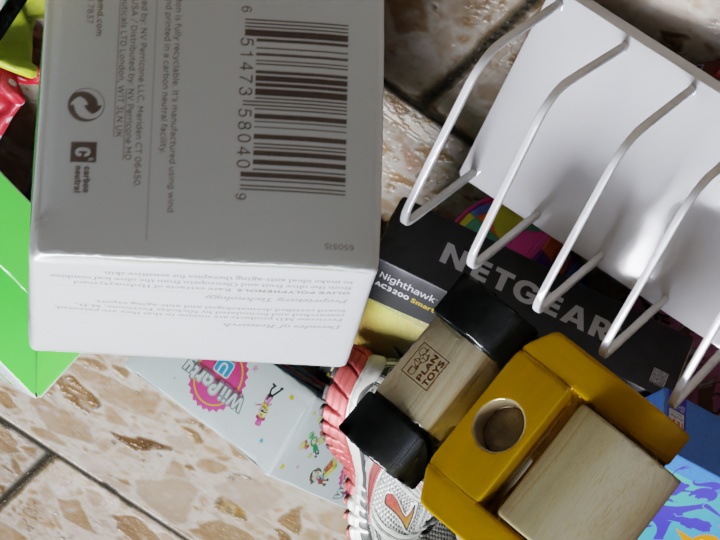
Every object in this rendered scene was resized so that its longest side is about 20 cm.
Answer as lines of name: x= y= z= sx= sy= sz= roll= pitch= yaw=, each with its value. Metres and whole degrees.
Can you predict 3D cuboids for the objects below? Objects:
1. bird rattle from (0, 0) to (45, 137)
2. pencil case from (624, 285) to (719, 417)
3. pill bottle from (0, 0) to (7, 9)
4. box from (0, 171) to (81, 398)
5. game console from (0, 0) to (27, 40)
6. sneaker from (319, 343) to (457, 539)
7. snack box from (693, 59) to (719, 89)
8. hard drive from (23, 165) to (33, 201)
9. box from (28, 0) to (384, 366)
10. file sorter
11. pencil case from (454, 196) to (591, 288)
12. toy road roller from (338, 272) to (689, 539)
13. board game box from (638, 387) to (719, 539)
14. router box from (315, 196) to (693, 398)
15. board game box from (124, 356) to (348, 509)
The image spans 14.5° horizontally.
bird rattle: x=-0.246 y=-0.181 z=1.805 sx=0.163 sy=0.113 sz=0.200 roll=50 pitch=163 yaw=-3
pencil case: x=0.204 y=0.031 z=1.754 sx=0.083 sy=0.087 sz=0.200 roll=32 pitch=150 yaw=28
pill bottle: x=-0.209 y=-0.235 z=1.578 sx=0.113 sy=0.200 sz=0.113 roll=18 pitch=145 yaw=13
box: x=-0.283 y=-0.021 z=1.945 sx=0.200 sy=0.097 sz=0.176 roll=47 pitch=169 yaw=-20
game console: x=-0.284 y=-0.209 z=1.665 sx=0.176 sy=0.200 sz=0.116 roll=4 pitch=140 yaw=31
sneaker: x=0.034 y=0.132 z=1.766 sx=0.082 sy=0.078 sz=0.200 roll=11 pitch=143 yaw=24
snack box: x=0.178 y=-0.084 z=1.669 sx=0.200 sy=0.024 sz=0.072 roll=-8 pitch=131 yaw=41
hard drive: x=-0.150 y=-0.062 z=1.914 sx=0.135 sy=0.042 sz=0.200 roll=30 pitch=148 yaw=-4
box: x=-0.092 y=-0.064 z=1.655 sx=0.200 sy=0.199 sz=0.171 roll=3 pitch=159 yaw=-5
file sorter: x=0.142 y=-0.040 z=1.589 sx=0.200 sy=0.125 sz=0.139 roll=34 pitch=122 yaw=13
pencil case: x=0.119 y=0.043 z=1.824 sx=0.088 sy=0.088 sz=0.200 roll=2 pitch=136 yaw=34
toy road roller: x=0.101 y=0.105 z=1.615 sx=0.200 sy=0.123 sz=0.146 roll=39 pitch=180 yaw=36
board game box: x=0.208 y=0.152 z=1.736 sx=0.200 sy=0.045 sz=0.152 roll=27 pitch=143 yaw=-27
router box: x=0.086 y=0.055 z=1.747 sx=0.200 sy=0.052 sz=0.157 roll=26 pitch=146 yaw=1
board game box: x=-0.042 y=0.098 z=1.894 sx=0.148 sy=0.064 sz=0.200 roll=34 pitch=-176 yaw=35
